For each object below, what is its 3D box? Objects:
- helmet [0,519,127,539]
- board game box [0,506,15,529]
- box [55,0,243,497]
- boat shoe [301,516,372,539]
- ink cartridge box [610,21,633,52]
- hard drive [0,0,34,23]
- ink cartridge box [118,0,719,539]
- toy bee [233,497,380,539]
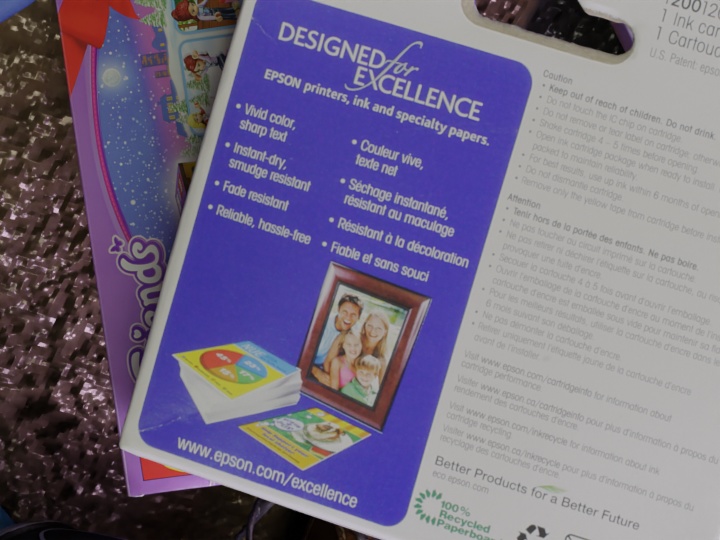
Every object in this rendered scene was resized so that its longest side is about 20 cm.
[{"bbox_3d":[-0.072,0.193,0.968,0.191,0.200,0.200,32,120,18],"label":"helmet"},{"bbox_3d":[-0.177,0.169,1.131,0.152,0.045,0.200,-30,124,8],"label":"board game box"},{"bbox_3d":[-0.023,-0.032,0.961,0.137,0.039,0.200,-7,95,5],"label":"box"},{"bbox_3d":[-0.025,0.169,1.147,0.068,0.072,0.200,1,123,-14],"label":"boat shoe"},{"bbox_3d":[0.169,-0.085,1.009,0.145,0.084,0.200,-27,125,6],"label":"ink cartridge box"},{"bbox_3d":[-0.224,-0.091,0.955,0.200,0.025,0.132,-31,124,9],"label":"hard drive"},{"bbox_3d":[0.044,-0.008,0.901,0.198,0.043,0.200,18,99,13],"label":"ink cartridge box"},{"bbox_3d":[0.000,0.000,1.036,0.131,0.109,0.200,36,99,3],"label":"toy bee"}]
